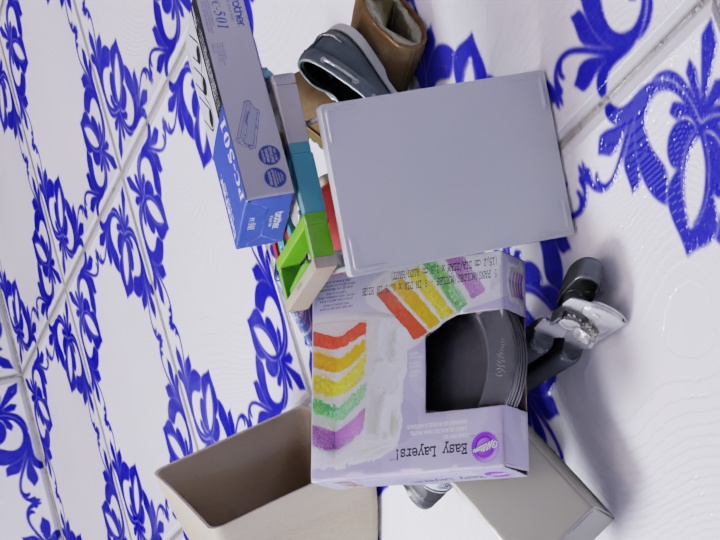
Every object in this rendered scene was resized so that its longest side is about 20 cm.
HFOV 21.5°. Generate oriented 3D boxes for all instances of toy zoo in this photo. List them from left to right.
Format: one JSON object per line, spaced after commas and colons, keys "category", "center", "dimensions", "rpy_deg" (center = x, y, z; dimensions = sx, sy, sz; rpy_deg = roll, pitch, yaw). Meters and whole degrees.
{"category": "toy zoo", "center": [-0.063, -0.078, 1.602], "dimensions": [0.131, 0.020, 0.201], "rpy_deg": [126, 133, -68]}

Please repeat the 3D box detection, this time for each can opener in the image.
{"category": "can opener", "center": [0.165, 0.052, 1.596], "dimensions": [0.200, 0.052, 0.067], "rpy_deg": [131, 159, -61]}

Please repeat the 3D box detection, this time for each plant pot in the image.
{"category": "plant pot", "center": [-0.088, 0.293, 2.136], "dimensions": [0.200, 0.199, 0.178], "rpy_deg": [28, 138, 62]}

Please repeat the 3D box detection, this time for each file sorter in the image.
{"category": "file sorter", "center": [0.054, -0.077, 1.596], "dimensions": [0.124, 0.199, 0.140], "rpy_deg": [169, 90, -72]}

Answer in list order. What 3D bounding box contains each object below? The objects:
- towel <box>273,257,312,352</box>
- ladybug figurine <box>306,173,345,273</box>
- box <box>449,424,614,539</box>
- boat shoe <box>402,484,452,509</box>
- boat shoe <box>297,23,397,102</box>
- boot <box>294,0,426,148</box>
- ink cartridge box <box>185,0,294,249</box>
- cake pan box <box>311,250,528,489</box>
{"category": "towel", "center": [-0.037, 0.040, 1.924], "dimensions": [0.145, 0.024, 0.201], "rpy_deg": [-86, -26, -55]}
{"category": "ladybug figurine", "center": [0.000, 0.000, 1.868], "dimensions": [0.201, 0.072, 0.136], "rpy_deg": [62, 154, 0]}
{"category": "box", "center": [0.118, 0.164, 1.618], "dimensions": [0.200, 0.082, 0.068], "rpy_deg": [49, -172, 27]}
{"category": "boat shoe", "center": [0.035, 0.146, 1.902], "dimensions": [0.200, 0.073, 0.068], "rpy_deg": [58, 136, 24]}
{"category": "boat shoe", "center": [0.014, -0.134, 1.764], "dimensions": [0.200, 0.062, 0.073], "rpy_deg": [55, 144, -1]}
{"category": "boot", "center": [-0.005, -0.200, 1.860], "dimensions": [0.175, 0.066, 0.201], "rpy_deg": [50, 146, 29]}
{"category": "ink cartridge box", "center": [-0.103, -0.129, 1.595], "dimensions": [0.094, 0.044, 0.201], "rpy_deg": [111, 146, -64]}
{"category": "cake pan box", "center": [0.052, 0.086, 1.598], "dimensions": [0.199, 0.052, 0.185], "rpy_deg": [-7, 76, 31]}
